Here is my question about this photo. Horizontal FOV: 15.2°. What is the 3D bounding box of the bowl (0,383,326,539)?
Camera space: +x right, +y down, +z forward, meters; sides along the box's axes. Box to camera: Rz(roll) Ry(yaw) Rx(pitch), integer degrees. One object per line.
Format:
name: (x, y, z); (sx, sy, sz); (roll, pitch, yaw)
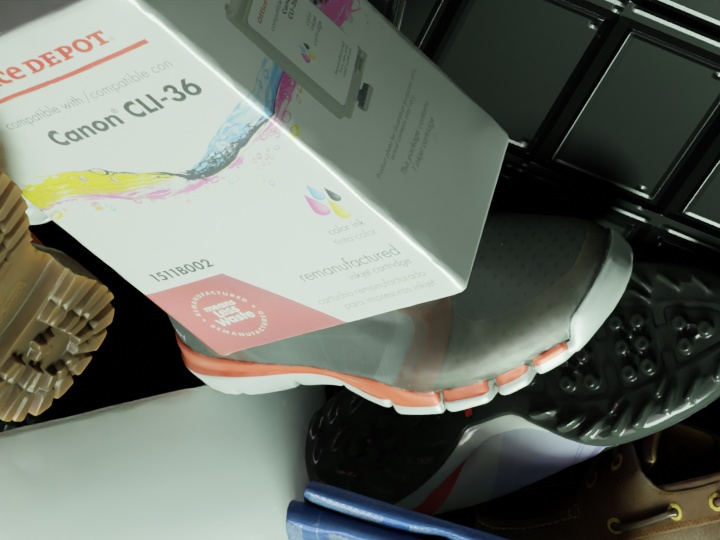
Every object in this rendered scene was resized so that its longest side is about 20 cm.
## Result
bowl: (-0.121, 0.110, 1.095); (0.200, 0.075, 0.200); (-12, 170, -40)

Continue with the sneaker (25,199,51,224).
sneaker: (-0.195, -0.058, 0.994); (0.200, 0.075, 0.087); (19, 152, 0)

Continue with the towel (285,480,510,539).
towel: (0.042, 0.135, 1.078); (0.147, 0.024, 0.200); (16, 163, 6)

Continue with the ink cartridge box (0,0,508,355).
ink cartridge box: (-0.063, -0.062, 0.838); (0.116, 0.068, 0.200); (-17, 134, 42)

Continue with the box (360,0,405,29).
box: (-0.085, -0.104, 0.894); (0.200, 0.048, 0.158); (17, 147, 3)

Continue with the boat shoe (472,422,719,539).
boat shoe: (0.124, 0.090, 1.063); (0.200, 0.072, 0.068); (-6, 106, 44)

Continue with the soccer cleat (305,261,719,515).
soccer cleat: (0.072, 0.048, 1.033); (0.200, 0.068, 0.073); (-25, 161, 33)

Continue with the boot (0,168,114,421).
boot: (-0.157, -0.015, 0.867); (0.107, 0.075, 0.200); (38, 174, 16)

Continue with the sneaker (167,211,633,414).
sneaker: (0.000, 0.000, 0.981); (0.200, 0.077, 0.082); (-7, 132, 32)
